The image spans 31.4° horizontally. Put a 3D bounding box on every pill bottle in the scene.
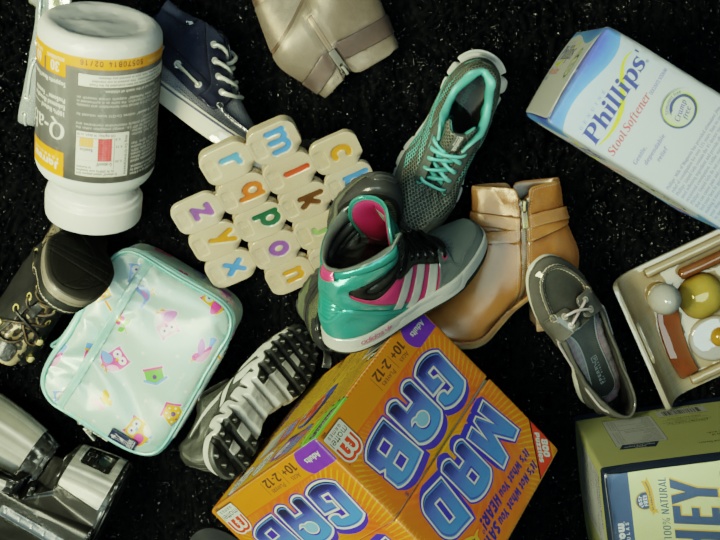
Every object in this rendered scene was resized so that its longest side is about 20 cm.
[{"bbox_3d":[-0.250,-0.143,1.215,0.116,0.117,0.201,9,119,0],"label":"pill bottle"}]

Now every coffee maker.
[{"bbox_3d":[-0.360,0.232,1.330,0.200,0.135,0.192,32,126,-2],"label":"coffee maker"}]

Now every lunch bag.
[{"bbox_3d":[-0.229,0.082,1.314,0.160,0.077,0.200,31,98,-4],"label":"lunch bag"}]

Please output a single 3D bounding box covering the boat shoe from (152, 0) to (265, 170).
[{"bbox_3d":[-0.143,-0.184,1.262,0.200,0.075,0.093,36,95,7],"label":"boat shoe"}]

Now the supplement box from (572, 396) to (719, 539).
[{"bbox_3d":[0.326,0.220,1.261,0.199,0.200,0.135,-8,99,3],"label":"supplement box"}]

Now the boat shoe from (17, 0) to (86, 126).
[{"bbox_3d":[-0.309,-0.242,1.269,0.064,0.074,0.203,1,106,-2],"label":"boat shoe"}]

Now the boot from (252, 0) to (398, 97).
[{"bbox_3d":[-0.011,-0.275,1.264,0.200,0.070,0.146,-37,103,8],"label":"boot"}]

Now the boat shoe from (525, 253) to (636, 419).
[{"bbox_3d":[0.228,0.068,1.278,0.067,0.057,0.200,-37,120,-13],"label":"boat shoe"}]

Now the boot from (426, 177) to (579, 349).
[{"bbox_3d":[0.123,-0.007,1.286,0.199,0.077,0.156,-9,105,-3],"label":"boot"}]

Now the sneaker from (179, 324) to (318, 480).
[{"bbox_3d":[-0.118,0.127,1.293,0.090,0.200,0.067,-8,126,43],"label":"sneaker"}]

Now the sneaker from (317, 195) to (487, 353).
[{"bbox_3d":[0.035,-0.023,1.184,0.200,0.083,0.121,-36,134,-28],"label":"sneaker"}]

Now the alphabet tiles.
[{"bbox_3d":[-0.078,-0.061,1.261,0.195,0.015,0.200,-24,132,4],"label":"alphabet tiles"}]

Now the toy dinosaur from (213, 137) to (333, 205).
[{"bbox_3d":[-0.079,-0.093,1.301,0.199,0.047,0.089,4,106,4],"label":"toy dinosaur"}]

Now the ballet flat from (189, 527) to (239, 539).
[{"bbox_3d":[-0.110,0.358,1.360,0.073,0.073,0.200,-39,96,7],"label":"ballet flat"}]

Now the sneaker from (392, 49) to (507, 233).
[{"bbox_3d":[0.084,-0.125,1.267,0.077,0.091,0.201,21,99,-1],"label":"sneaker"}]

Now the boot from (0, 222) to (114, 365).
[{"bbox_3d":[-0.312,0.030,1.254,0.073,0.200,0.151,31,105,-24],"label":"boot"}]

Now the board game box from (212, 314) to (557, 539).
[{"bbox_3d":[0.023,0.200,1.226,0.200,0.200,0.200,45,137,-6],"label":"board game box"}]

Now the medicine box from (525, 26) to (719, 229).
[{"bbox_3d":[0.273,-0.137,1.215,0.199,0.182,0.103,30,98,-3],"label":"medicine box"}]

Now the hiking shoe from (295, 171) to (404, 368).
[{"bbox_3d":[0.000,0.000,1.258,0.075,0.101,0.201,7,126,-23],"label":"hiking shoe"}]

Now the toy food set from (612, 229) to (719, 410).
[{"bbox_3d":[0.373,0.037,1.302,0.199,0.060,0.144,-25,97,6],"label":"toy food set"}]
